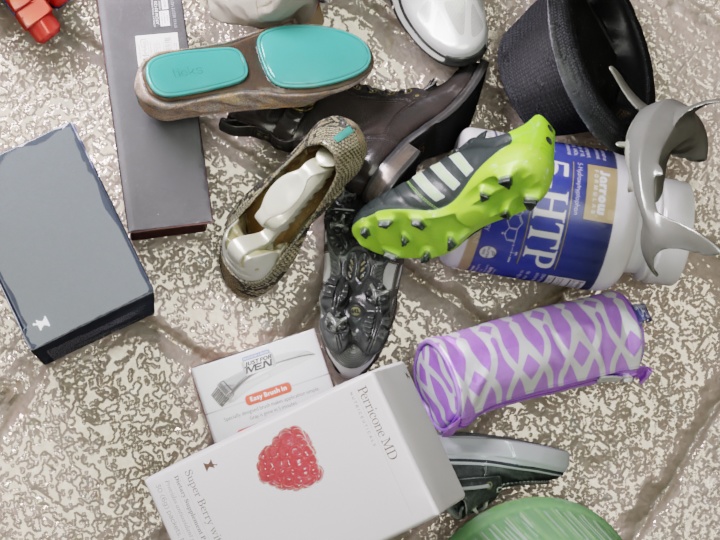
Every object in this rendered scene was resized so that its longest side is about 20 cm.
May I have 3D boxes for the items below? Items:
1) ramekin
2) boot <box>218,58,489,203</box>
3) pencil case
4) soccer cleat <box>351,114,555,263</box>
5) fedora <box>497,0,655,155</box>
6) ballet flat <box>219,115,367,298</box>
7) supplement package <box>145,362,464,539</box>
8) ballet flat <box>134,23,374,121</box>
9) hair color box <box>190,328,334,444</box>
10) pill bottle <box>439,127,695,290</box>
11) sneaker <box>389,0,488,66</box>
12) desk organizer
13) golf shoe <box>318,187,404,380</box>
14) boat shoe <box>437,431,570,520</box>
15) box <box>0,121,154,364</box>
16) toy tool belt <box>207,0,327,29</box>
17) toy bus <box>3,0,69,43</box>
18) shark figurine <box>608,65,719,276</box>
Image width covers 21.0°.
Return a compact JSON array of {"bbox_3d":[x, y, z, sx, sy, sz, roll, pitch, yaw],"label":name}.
[{"bbox_3d":[0.153,0.294,1.584,0.199,0.098,0.201,-3,101,-15],"label":"ramekin"},{"bbox_3d":[-0.002,-0.151,1.652,0.174,0.069,0.200,33,57,15],"label":"boot"},{"bbox_3d":[0.143,0.077,1.622,0.199,0.084,0.086,-13,70,-20],"label":"pencil case"},{"bbox_3d":[0.077,-0.063,1.545,0.068,0.200,0.081,43,47,-27],"label":"soccer cleat"},{"bbox_3d":[0.173,-0.177,1.642,0.091,0.200,0.201,-20,86,28],"label":"fedora"},{"bbox_3d":[-0.070,-0.045,1.585,0.068,0.075,0.200,43,121,6],"label":"ballet flat"},{"bbox_3d":[-0.040,0.168,1.503,0.200,0.120,0.122,-27,85,12],"label":"supplement package"},{"bbox_3d":[-0.089,-0.158,1.583,0.199,0.067,0.068,-6,69,-17],"label":"ballet flat"},{"bbox_3d":[-0.060,0.160,1.622,0.111,0.064,0.201,-18,88,-6],"label":"hair color box"},{"bbox_3d":[0.173,-0.047,1.638,0.199,0.120,0.120,9,83,-5],"label":"pill bottle"},{"bbox_3d":[0.061,-0.277,1.632,0.075,0.115,0.201,-15,72,-12],"label":"sneaker"},{"bbox_3d":[-0.174,-0.129,1.632,0.071,0.077,0.201,-8,85,-7],"label":"desk organizer"},{"bbox_3d":[0.000,0.000,1.643,0.077,0.095,0.201,12,58,4],"label":"golf shoe"},{"bbox_3d":[0.081,0.172,1.619,0.199,0.072,0.071,4,88,-22],"label":"boat shoe"},{"bbox_3d":[-0.242,-0.017,1.552,0.107,0.200,0.149,-26,88,-7],"label":"box"},{"bbox_3d":[-0.058,-0.295,1.613,0.125,0.123,0.201,10,93,34],"label":"toy tool belt"},{"bbox_3d":[-0.298,-0.277,1.580,0.136,0.200,0.192,-35,96,-7],"label":"toy bus"},{"bbox_3d":[0.252,-0.100,1.542,0.089,0.215,0.128,-23,112,28],"label":"shark figurine"}]
